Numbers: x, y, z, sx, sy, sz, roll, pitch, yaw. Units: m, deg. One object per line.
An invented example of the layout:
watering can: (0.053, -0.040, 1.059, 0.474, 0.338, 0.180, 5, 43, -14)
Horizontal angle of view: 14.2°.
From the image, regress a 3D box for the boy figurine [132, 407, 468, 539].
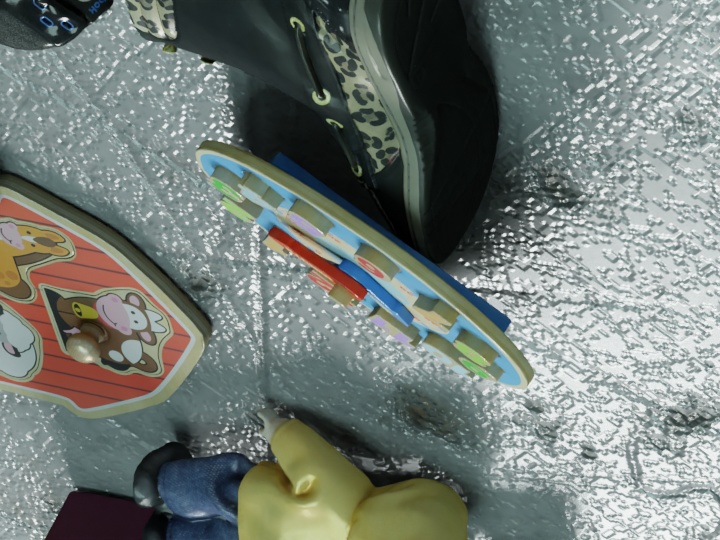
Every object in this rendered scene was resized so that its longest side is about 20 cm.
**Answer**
boy figurine: (-0.033, 0.136, 1.651, 0.200, 0.064, 0.125, 1, 111, 27)

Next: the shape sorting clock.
shape sorting clock: (0.000, 0.000, 1.426, 0.200, 0.039, 0.200, 35, 176, 3)

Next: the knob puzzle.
knob puzzle: (-0.179, 0.024, 1.635, 0.219, 0.030, 0.220, 17, 142, 14)

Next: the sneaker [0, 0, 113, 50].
sneaker: (-0.151, -0.167, 1.355, 0.112, 0.073, 0.200, 34, 152, -14)

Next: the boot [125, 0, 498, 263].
boot: (-0.022, -0.095, 1.362, 0.154, 0.074, 0.204, 20, 152, 25)

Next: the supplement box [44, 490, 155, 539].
supplement box: (-0.139, 0.254, 1.807, 0.103, 0.131, 0.200, 10, 140, 23)
